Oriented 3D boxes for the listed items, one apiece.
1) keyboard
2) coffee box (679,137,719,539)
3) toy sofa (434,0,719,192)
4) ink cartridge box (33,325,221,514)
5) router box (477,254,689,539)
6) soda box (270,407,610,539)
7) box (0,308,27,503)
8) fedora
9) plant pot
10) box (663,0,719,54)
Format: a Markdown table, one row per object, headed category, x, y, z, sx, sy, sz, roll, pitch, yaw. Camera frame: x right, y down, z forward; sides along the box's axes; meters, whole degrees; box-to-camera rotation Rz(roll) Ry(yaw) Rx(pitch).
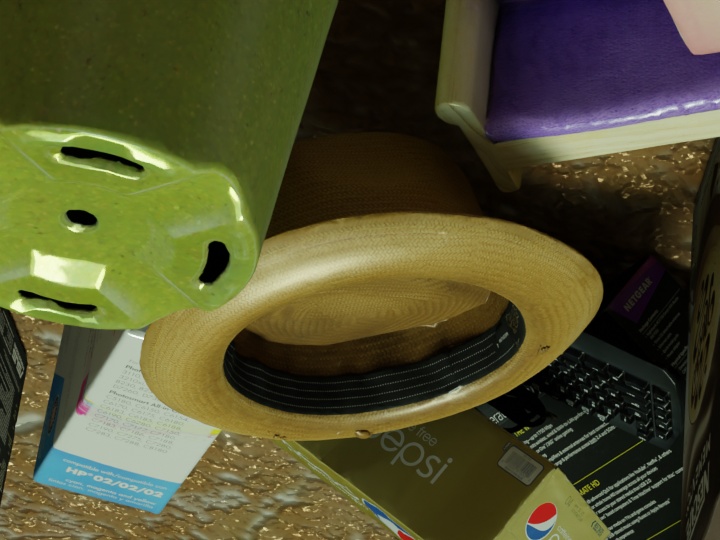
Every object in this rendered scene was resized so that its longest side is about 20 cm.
| category | x | y | z | sx | sy | sz | roll | pitch | yaw |
| --- | --- | --- | --- | --- | --- | --- | --- | --- | --- |
| keyboard | 0.055 | 0.040 | 1.217 | 0.199 | 0.040 | 0.104 | 26 | 161 | 23 |
| coffee box | 0.180 | 0.032 | 1.108 | 0.079 | 0.201 | 0.113 | 7 | 148 | 0 |
| toy sofa | 0.127 | -0.100 | 1.021 | 0.199 | 0.083 | 0.098 | -8 | 146 | 22 |
| ink cartridge box | -0.082 | 0.014 | 1.211 | 0.067 | 0.116 | 0.200 | 17 | 147 | -14 |
| router box | 0.123 | 0.099 | 1.307 | 0.149 | 0.051 | 0.200 | 47 | 139 | -4 |
| soda box | 0.018 | 0.083 | 1.247 | 0.200 | 0.064 | 0.068 | 35 | 170 | 42 |
| box | -0.208 | 0.060 | 1.268 | 0.043 | 0.161 | 0.200 | 2 | 149 | 8 |
| fedora | 0.000 | 0.000 | 1.088 | 0.199 | 0.082 | 0.201 | -11 | 155 | -5 |
| plant pot | -0.091 | -0.088 | 0.987 | 0.199 | 0.185 | 0.201 | 6 | 148 | 4 |
| box | 0.185 | -0.163 | 0.884 | 0.199 | 0.110 | 0.128 | -8 | 144 | 24 |
